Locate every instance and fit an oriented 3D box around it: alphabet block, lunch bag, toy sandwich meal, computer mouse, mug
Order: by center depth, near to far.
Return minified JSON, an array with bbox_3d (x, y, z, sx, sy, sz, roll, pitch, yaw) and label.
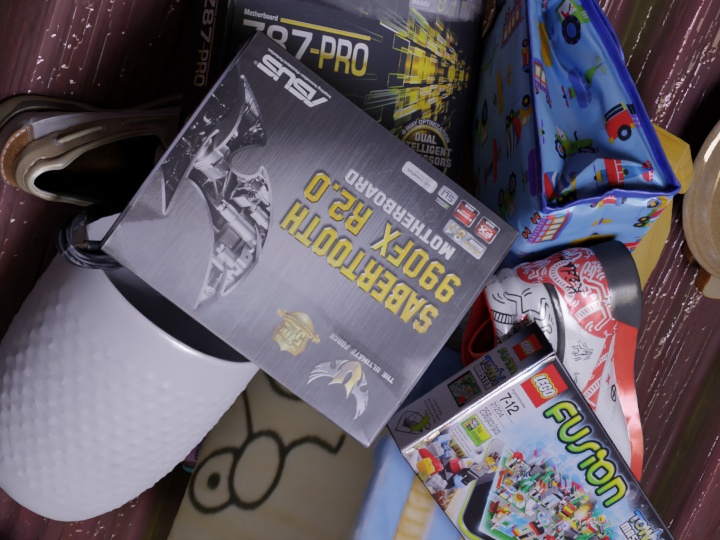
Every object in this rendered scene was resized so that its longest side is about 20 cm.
[{"bbox_3d":[-0.115,-0.008,1.235,0.034,0.059,0.199,-23,158,39],"label":"computer mouse"},{"bbox_3d":[0.112,-0.099,1.257,0.093,0.202,0.151,-8,158,-15],"label":"lunch bag"},{"bbox_3d":[-0.153,0.068,1.301,0.176,0.148,0.200,-51,164,21],"label":"mug"},{"bbox_3d":[0.018,0.155,1.330,0.196,0.199,0.197,29,78,-37],"label":"alphabet block"},{"bbox_3d":[0.319,-0.075,1.531,0.203,0.070,0.207,-14,124,-21],"label":"toy sandwich meal"}]

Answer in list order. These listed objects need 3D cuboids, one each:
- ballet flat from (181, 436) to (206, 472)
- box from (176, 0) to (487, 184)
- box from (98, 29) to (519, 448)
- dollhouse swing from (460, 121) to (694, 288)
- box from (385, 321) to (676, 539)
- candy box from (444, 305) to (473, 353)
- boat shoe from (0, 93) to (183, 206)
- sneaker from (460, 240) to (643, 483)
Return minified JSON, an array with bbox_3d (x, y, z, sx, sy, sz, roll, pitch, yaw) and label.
[{"bbox_3d":[-0.047,0.099,1.436,0.198,0.069,0.072,-5,105,-35],"label":"ballet flat"},{"bbox_3d":[-0.016,-0.127,1.251,0.198,0.049,0.163,8,90,-36],"label":"box"},{"bbox_3d":[-0.031,-0.018,1.164,0.199,0.048,0.159,38,85,-8],"label":"box"},{"bbox_3d":[0.129,-0.013,1.424,0.181,0.176,0.201,30,80,0],"label":"dollhouse swing"},{"bbox_3d":[0.110,0.134,1.209,0.110,0.035,0.201,-33,125,4],"label":"box"},{"bbox_3d":[0.000,0.000,1.297,0.026,0.199,0.103,-52,138,-31],"label":"candy box"},{"bbox_3d":[-0.135,-0.067,1.247,0.198,0.068,0.075,-4,125,-30],"label":"boat shoe"},{"bbox_3d":[0.119,0.076,1.239,0.107,0.067,0.203,-11,126,-8],"label":"sneaker"}]
